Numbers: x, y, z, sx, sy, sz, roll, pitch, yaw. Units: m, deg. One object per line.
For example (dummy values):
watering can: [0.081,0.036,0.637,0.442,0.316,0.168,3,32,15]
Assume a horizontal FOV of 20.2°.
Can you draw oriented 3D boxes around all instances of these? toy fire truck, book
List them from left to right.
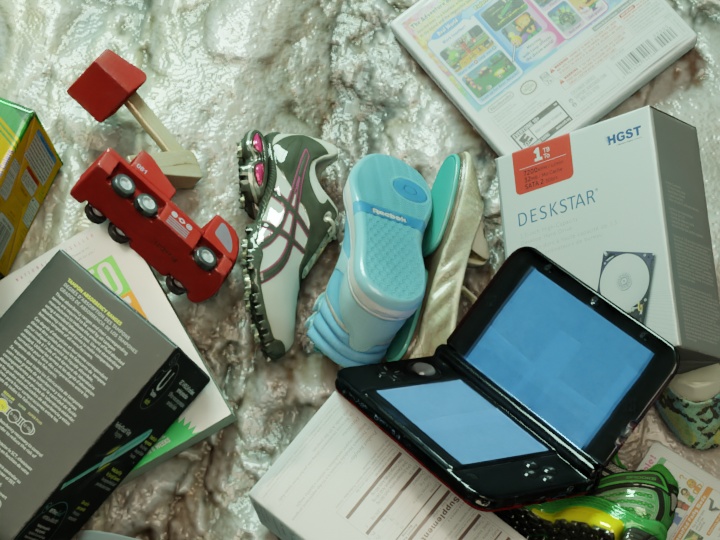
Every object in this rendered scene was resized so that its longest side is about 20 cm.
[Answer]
book: [-0.209,0.071,1.689,0.134,0.048,0.200,-30,76,-4]
toy fire truck: [-0.175,-0.079,1.708,0.200,0.049,0.141,42,37,-11]

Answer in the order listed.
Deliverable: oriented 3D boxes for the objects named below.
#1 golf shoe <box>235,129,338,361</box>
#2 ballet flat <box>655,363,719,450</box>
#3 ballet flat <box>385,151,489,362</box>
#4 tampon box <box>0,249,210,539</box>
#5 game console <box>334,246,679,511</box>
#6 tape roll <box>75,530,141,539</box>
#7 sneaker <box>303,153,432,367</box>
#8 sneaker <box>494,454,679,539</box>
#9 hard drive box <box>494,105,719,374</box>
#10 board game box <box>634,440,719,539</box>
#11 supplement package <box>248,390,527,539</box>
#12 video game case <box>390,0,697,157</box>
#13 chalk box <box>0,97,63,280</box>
golf shoe: [-0.059,-0.024,1.691,0.088,0.077,0.200,-1,73,-4]
ballet flat: [0.263,0.045,1.649,0.074,0.074,0.200,-11,72,0]
ballet flat: [0.074,0.001,1.689,0.062,0.067,0.200,21,77,-19]
tampon box: [-0.238,0.109,1.585,0.126,0.150,0.200,39,83,12]
game console: [0.107,0.077,1.540,0.172,0.119,0.200,-5,29,-37]
tape roll: [-0.130,0.260,1.539,0.200,0.200,0.066,15,75,9]
sneaker: [0.000,0.000,1.681,0.079,0.131,0.200,22,37,-11]
sneaker: [0.163,0.173,1.576,0.200,0.078,0.085,13,58,40]
hard drive box: [0.199,-0.010,1.629,0.156,0.077,0.200,-19,67,36]
board game box: [0.274,0.251,1.586,0.200,0.064,0.148,33,78,12]
supplement package: [0.026,0.208,1.590,0.200,0.114,0.110,37,77,14]
video game case: [0.159,-0.206,1.759,0.200,0.024,0.182,-37,74,-7]
chalk box: [-0.374,-0.095,1.708,0.200,0.124,0.124,22,76,9]
